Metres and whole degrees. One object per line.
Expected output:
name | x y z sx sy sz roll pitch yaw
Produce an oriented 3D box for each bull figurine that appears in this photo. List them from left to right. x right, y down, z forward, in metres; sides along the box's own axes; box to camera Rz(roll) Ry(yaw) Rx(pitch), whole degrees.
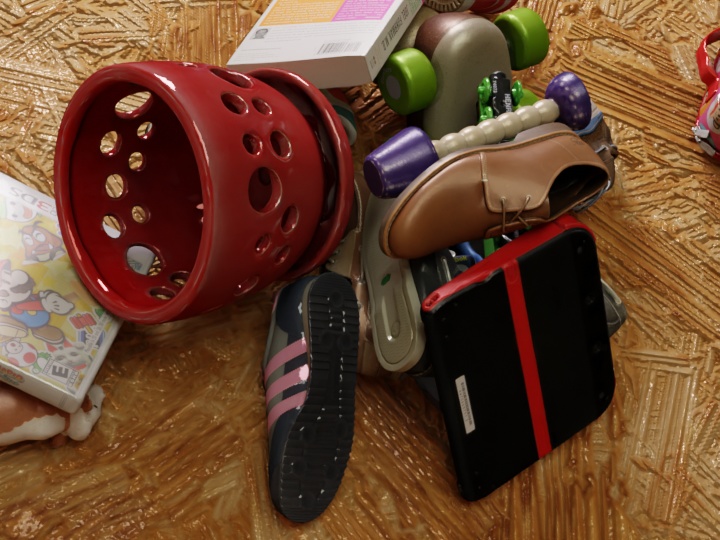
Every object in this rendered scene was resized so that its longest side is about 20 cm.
bull figurine | -0.299 0.097 1.032 0.199 0.065 0.122 -16 61 -24

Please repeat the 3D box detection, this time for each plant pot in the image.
plant pot | -0.118 -0.066 1.074 0.182 0.201 0.201 -9 59 -47

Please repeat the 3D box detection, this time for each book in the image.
book | -0.021 -0.225 1.205 0.133 0.048 0.200 -1 35 25

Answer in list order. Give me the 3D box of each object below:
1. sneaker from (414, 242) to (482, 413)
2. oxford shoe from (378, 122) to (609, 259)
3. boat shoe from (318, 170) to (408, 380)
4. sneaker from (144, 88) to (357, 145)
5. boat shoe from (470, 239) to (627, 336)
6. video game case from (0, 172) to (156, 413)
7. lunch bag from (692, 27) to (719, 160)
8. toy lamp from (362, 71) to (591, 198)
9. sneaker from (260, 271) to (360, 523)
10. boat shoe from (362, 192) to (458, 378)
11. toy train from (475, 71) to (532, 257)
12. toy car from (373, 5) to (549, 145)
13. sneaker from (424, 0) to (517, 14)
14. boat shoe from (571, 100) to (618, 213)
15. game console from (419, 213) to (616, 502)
sneaker | 0.076 0.035 1.148 0.073 0.082 0.201 -8 63 -20
oxford shoe | 0.106 -0.056 1.044 0.199 0.072 0.071 -26 42 -19
boat shoe | 0.000 0.000 1.157 0.071 0.076 0.201 -3 59 -13
sneaker | -0.093 -0.125 1.209 0.199 0.071 0.094 -18 59 -26
boat shoe | 0.156 -0.013 1.208 0.064 0.071 0.200 -38 82 -29
video game case | -0.271 0.005 1.059 0.181 0.023 0.200 27 36 -8
lunch bag | 0.423 -0.186 1.363 0.175 0.082 0.201 25 58 3
toy lamp | 0.095 -0.107 1.087 0.199 0.058 0.058 -22 67 -20
sneaker | -0.050 0.104 1.095 0.070 0.082 0.201 20 71 -37
boat shoe | 0.045 -0.005 1.102 0.067 0.072 0.201 13 57 -31
toy train | 0.121 -0.074 1.141 0.041 0.056 0.201 3 66 -12
toy car | 0.052 -0.186 1.271 0.164 0.159 0.200 -23 39 -28
sneaker | 0.079 -0.318 1.369 0.112 0.072 0.200 -6 40 -41
boat shoe | 0.199 -0.096 1.236 0.072 0.072 0.200 47 38 -3
game console | 0.132 0.069 1.090 0.176 0.201 0.031 -29 32 -24
